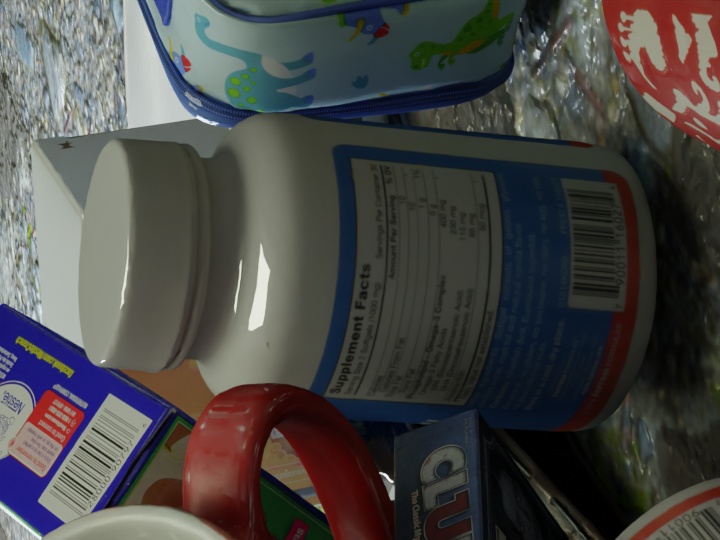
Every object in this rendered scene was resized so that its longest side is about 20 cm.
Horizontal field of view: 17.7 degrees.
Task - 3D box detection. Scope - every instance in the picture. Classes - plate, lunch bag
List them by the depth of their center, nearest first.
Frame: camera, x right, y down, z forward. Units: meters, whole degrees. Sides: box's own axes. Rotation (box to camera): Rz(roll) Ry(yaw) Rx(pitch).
[{"bbox_3d":[-0.028,-0.154,0.983,0.083,0.160,0.201,103,149,-48],"label":"lunch bag"},{"bbox_3d":[-0.101,-0.073,1.420,0.200,0.032,0.201,-134,39,-57],"label":"plate"}]

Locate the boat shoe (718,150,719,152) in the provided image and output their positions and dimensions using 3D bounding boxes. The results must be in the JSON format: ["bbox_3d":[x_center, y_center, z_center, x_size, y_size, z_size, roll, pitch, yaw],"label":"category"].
[{"bbox_3d":[0.107,-0.117,0.717,0.072,0.072,0.201,20,126,61],"label":"boat shoe"}]

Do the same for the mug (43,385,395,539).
[{"bbox_3d":[-0.016,0.150,0.794,0.133,0.200,0.178,36,93,36],"label":"mug"}]

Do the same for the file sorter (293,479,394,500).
[{"bbox_3d":[-0.018,0.208,1.187,0.200,0.124,0.139,112,143,-55],"label":"file sorter"}]

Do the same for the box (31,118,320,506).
[{"bbox_3d":[-0.089,0.028,1.254,0.106,0.151,0.201,-131,36,-57],"label":"box"}]

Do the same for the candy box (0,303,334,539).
[{"bbox_3d":[-0.067,0.112,0.978,0.077,0.200,0.169,-56,33,-6],"label":"candy box"}]

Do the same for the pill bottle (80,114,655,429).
[{"bbox_3d":[0.000,0.000,0.872,0.112,0.199,0.113,-175,90,-72],"label":"pill bottle"}]

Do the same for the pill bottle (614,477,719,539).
[{"bbox_3d":[0.151,0.159,0.704,0.200,0.112,0.113,-128,33,-54],"label":"pill bottle"}]

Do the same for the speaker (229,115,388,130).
[{"bbox_3d":[-0.024,-0.060,1.137,0.081,0.081,0.201,-152,56,-66],"label":"speaker"}]

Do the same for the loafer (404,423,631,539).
[{"bbox_3d":[0.067,0.065,0.988,0.063,0.072,0.201,-53,54,39],"label":"loafer"}]

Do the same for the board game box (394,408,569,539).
[{"bbox_3d":[0.056,0.164,0.767,0.136,0.034,0.201,54,-156,-38],"label":"board game box"}]

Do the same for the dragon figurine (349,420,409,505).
[{"bbox_3d":[0.040,0.082,1.057,0.200,0.099,0.059,53,152,17],"label":"dragon figurine"}]

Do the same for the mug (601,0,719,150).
[{"bbox_3d":[0.135,-0.085,0.581,0.177,0.134,0.200,44,176,-20],"label":"mug"}]
